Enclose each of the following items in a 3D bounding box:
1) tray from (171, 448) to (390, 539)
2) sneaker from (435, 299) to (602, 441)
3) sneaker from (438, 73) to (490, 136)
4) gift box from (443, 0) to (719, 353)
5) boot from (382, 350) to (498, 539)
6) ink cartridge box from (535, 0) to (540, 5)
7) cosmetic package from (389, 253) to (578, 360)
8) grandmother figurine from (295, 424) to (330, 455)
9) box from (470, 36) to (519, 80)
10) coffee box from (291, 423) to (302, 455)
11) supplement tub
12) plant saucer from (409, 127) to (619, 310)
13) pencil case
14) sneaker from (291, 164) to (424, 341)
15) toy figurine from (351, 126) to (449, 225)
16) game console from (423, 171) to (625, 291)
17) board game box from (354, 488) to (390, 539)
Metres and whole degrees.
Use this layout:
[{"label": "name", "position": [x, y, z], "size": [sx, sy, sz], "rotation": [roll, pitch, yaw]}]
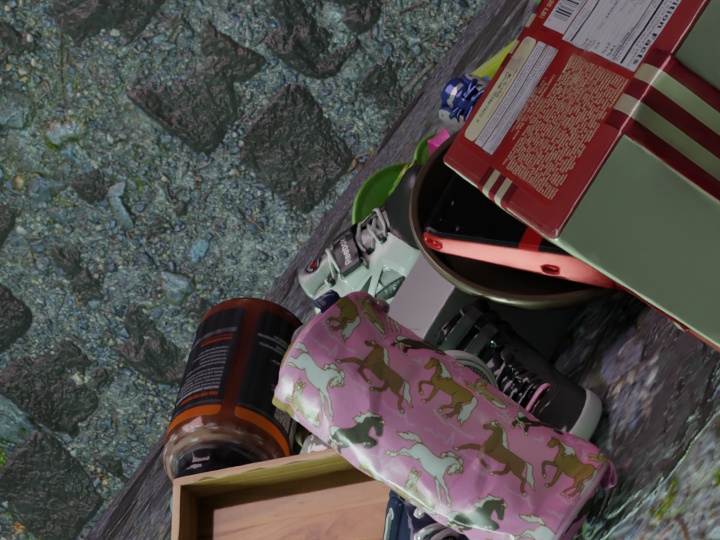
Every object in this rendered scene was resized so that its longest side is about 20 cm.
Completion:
[{"label": "tray", "position": [-0.034, 0.178, 1.106], "size": [0.198, 0.037, 0.099], "rotation": [-13, 59, 19]}, {"label": "sneaker", "position": [0.094, 0.077, 1.065], "size": [0.071, 0.099, 0.200], "rotation": [-52, 9, 5]}, {"label": "sneaker", "position": [0.099, -0.118, 1.310], "size": [0.075, 0.088, 0.200], "rotation": [-52, 2, 1]}, {"label": "gift box", "position": [0.177, -0.068, 0.825], "size": [0.185, 0.186, 0.200], "rotation": [-55, 22, 10]}, {"label": "boot", "position": [0.053, 0.154, 0.985], "size": [0.090, 0.072, 0.202], "rotation": [-139, 59, -77]}, {"label": "ink cartridge box", "position": [0.232, -0.206, 1.251], "size": [0.084, 0.145, 0.200], "rotation": [-54, 7, 1]}, {"label": "cosmetic package", "position": [0.079, 0.048, 1.205], "size": [0.201, 0.107, 0.085], "rotation": [-58, 24, -18]}, {"label": "grandmother figurine", "position": [-0.020, 0.133, 1.270], "size": [0.200, 0.060, 0.123], "rotation": [-111, 29, -81]}, {"label": "box", "position": [0.161, -0.153, 1.548], "size": [0.048, 0.122, 0.200], "rotation": [-47, 6, -14]}, {"label": "coffee box", "position": [-0.053, 0.189, 1.445], "size": [0.080, 0.114, 0.201], "rotation": [-47, 12, 45]}, {"label": "supplement tub", "position": [-0.105, 0.124, 1.347], "size": [0.107, 0.106, 0.201], "rotation": [-49, 19, 38]}, {"label": "plant saucer", "position": [0.134, -0.045, 1.144], "size": [0.201, 0.198, 0.030], "rotation": [-60, -28, -34]}, {"label": "pencil case", "position": [0.047, 0.092, 0.931], "size": [0.087, 0.199, 0.083], "rotation": [-60, -13, 20]}, {"label": "sneaker", "position": [0.000, 0.000, 1.287], "size": [0.074, 0.088, 0.201], "rotation": [-100, 27, -58]}, {"label": "toy figurine", "position": [0.101, -0.094, 1.518], "size": [0.201, 0.149, 0.184], "rotation": [-63, 7, -33]}, {"label": "game console", "position": [0.158, -0.072, 1.130], "size": [0.201, 0.175, 0.031], "rotation": [-59, -35, -36]}, {"label": "board game box", "position": [-0.014, 0.234, 1.203], "size": [0.148, 0.064, 0.200], "rotation": [-57, 9, -12]}]
